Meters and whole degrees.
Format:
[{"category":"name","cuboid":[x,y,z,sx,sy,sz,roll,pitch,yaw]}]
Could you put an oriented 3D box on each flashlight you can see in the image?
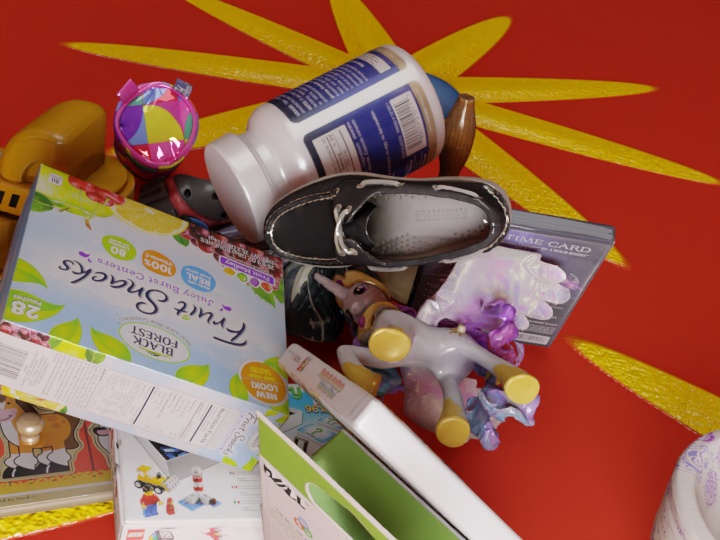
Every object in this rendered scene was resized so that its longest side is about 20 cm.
[{"category":"flashlight","cuboid":[-0.116,-0.091,1.023,0.197,0.069,0.068,-25,-9,2]}]

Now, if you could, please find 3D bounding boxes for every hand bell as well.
[{"category":"hand bell","cuboid":[0.080,-0.073,1.008,0.102,0.203,0.105,7,32,-5]}]

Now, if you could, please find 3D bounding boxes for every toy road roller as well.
[{"category":"toy road roller","cuboid":[-0.303,-0.086,0.962,0.196,0.148,0.123,16,31,8]}]

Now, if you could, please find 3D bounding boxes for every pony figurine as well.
[{"category":"pony figurine","cuboid":[0.062,0.058,0.780,0.190,0.169,0.200,18,12,-14]}]

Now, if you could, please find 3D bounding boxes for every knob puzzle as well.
[{"category":"knob puzzle","cuboid":[-0.217,0.097,0.810,0.215,0.031,0.221,8,32,-5]}]

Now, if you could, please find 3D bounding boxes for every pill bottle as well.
[{"category":"pill bottle","cuboid":[-0.032,-0.111,0.934,0.198,0.117,0.116,-29,45,-19]}]

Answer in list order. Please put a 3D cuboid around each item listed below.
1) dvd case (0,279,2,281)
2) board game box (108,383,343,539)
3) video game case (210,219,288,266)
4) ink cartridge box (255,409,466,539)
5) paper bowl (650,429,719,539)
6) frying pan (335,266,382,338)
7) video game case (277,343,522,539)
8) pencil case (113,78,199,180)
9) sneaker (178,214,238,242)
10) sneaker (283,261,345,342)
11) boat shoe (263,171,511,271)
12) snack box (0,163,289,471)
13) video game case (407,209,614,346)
[{"category":"dvd case","cuboid":[-0.275,0.029,0.814,0.018,0.142,0.199,56,41,-1]},{"category":"board game box","cuboid":[-0.079,0.137,0.753,0.196,0.035,0.127,4,40,-21]},{"category":"video game case","cuboid":[-0.101,-0.037,1.005,0.140,0.019,0.200,-11,22,27]},{"category":"ink cartridge box","cuboid":[0.016,0.157,0.598,0.147,0.202,0.075,39,58,25]},{"category":"paper bowl","cuboid":[0.299,0.209,0.721,0.196,0.106,0.202,8,32,-5]},{"category":"frying pan","cuboid":[-0.005,-0.001,0.933,0.193,0.031,0.115,69,14,14]},{"category":"video game case","cuboid":[0.042,0.132,0.662,0.200,0.023,0.182,45,-8,-17]},{"category":"pencil case","cuboid":[-0.209,-0.139,1.054,0.086,0.090,0.200,2,-2,-14]},{"category":"sneaker","cuboid":[-0.174,0.008,0.854,0.196,0.114,0.073,2,16,-29]},{"category":"sneaker","cuboid":[-0.055,0.011,0.969,0.084,0.079,0.200,-6,20,13]},{"category":"boat shoe","cuboid":[0.014,-0.033,0.785,0.196,0.076,0.060,1,13,15]},{"category":"snack box","cuboid":[-0.150,0.032,0.732,0.197,0.068,0.170,21,34,-21]},{"category":"video game case","cuboid":[0.120,0.007,0.900,0.140,0.201,0.019,9,61,-1]}]
